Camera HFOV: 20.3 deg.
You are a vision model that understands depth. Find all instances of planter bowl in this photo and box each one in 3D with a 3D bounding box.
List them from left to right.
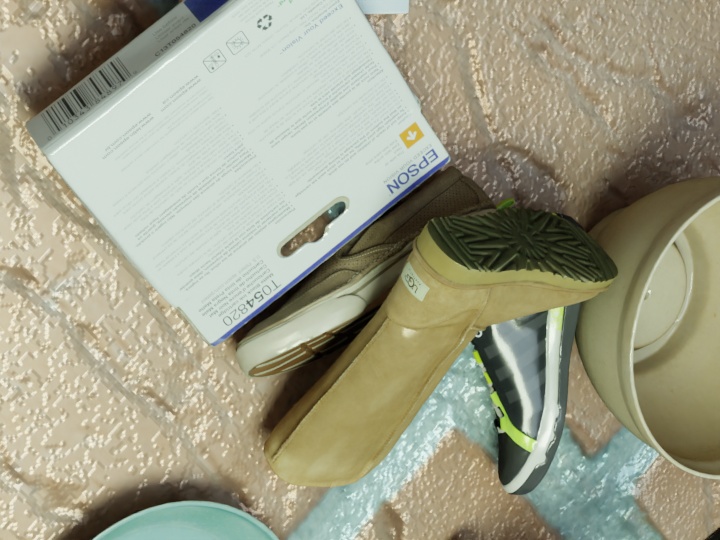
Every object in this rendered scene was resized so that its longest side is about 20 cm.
[{"bbox_3d":[0.223,0.025,1.378,0.199,0.134,0.202,-9,108,-30],"label":"planter bowl"}]

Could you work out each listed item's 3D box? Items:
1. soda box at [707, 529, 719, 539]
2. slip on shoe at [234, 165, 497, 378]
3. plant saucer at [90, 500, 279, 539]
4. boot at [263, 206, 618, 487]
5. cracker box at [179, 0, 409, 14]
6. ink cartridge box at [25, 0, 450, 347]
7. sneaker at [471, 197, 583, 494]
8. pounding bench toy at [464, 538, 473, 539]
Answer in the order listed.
[{"bbox_3d":[0.339,0.203,1.540,0.199,0.063,0.071,-35,119,-19],"label":"soda box"},{"bbox_3d":[0.000,0.000,1.282,0.199,0.076,0.061,-31,78,-13],"label":"slip on shoe"},{"bbox_3d":[-0.129,0.237,1.278,0.198,0.036,0.202,-9,108,-29],"label":"plant saucer"},{"bbox_3d":[0.049,0.051,1.281,0.174,0.066,0.201,4,133,-40],"label":"boot"},{"bbox_3d":[-0.035,-0.253,1.190,0.133,0.058,0.202,-4,105,-29],"label":"cracker box"},{"bbox_3d":[-0.067,-0.077,1.194,0.199,0.041,0.200,-38,134,-3],"label":"ink cartridge box"},{"bbox_3d":[0.098,0.050,1.363,0.082,0.072,0.202,6,100,-7],"label":"sneaker"},{"bbox_3d":[0.119,0.255,1.363,0.200,0.156,0.125,-44,120,-14],"label":"pounding bench toy"}]
